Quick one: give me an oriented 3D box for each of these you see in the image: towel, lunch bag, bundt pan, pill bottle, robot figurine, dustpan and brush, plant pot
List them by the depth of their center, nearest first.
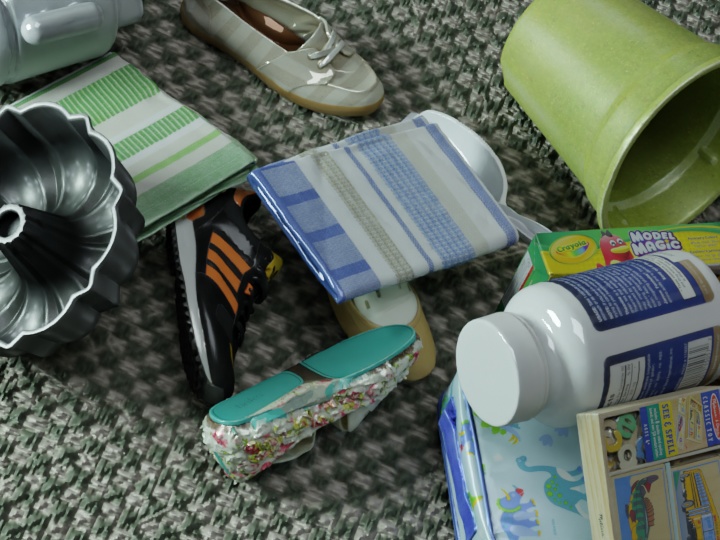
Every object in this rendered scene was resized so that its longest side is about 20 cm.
[{"bbox_3d":[0.176,0.056,1.656,0.199,0.111,0.111,-13,60,-30],"label":"pill bottle"},{"bbox_3d":[-0.249,-0.023,1.658,0.201,0.076,0.203,-10,66,23],"label":"bundt pan"},{"bbox_3d":[0.143,0.160,1.692,0.160,0.083,0.201,2,56,-19],"label":"lunch bag"},{"bbox_3d":[0.020,-0.051,1.765,0.199,0.024,0.147,-19,61,-36],"label":"towel"},{"bbox_3d":[-0.198,-0.100,1.769,0.152,0.023,0.200,-31,51,-31],"label":"towel"},{"bbox_3d":[-0.281,-0.218,1.809,0.199,0.114,0.169,-21,24,-29],"label":"robot figurine"},{"bbox_3d":[0.092,-0.059,1.847,0.200,0.057,0.140,38,53,11],"label":"dustpan and brush"},{"bbox_3d":[0.225,-0.155,1.893,0.200,0.201,0.184,-25,55,-30],"label":"plant pot"}]

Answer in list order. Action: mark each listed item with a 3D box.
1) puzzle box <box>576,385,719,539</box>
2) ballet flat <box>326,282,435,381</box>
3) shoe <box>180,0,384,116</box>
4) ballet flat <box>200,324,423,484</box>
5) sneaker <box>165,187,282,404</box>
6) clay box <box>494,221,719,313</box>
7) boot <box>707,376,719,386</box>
[{"bbox_3d":[0.229,0.194,1.626,0.132,0.025,0.201,-10,92,-38],"label":"puzzle box"},{"bbox_3d":[0.000,0.000,1.774,0.068,0.063,0.200,-24,65,-23],"label":"ballet flat"},{"bbox_3d":[-0.067,-0.198,1.900,0.199,0.053,0.070,28,52,3],"label":"shoe"},{"bbox_3d":[-0.036,0.104,1.692,0.199,0.064,0.076,-23,29,-26],"label":"ballet flat"},{"bbox_3d":[-0.102,0.012,1.723,0.089,0.070,0.201,-5,55,-10],"label":"sneaker"},{"bbox_3d":[0.223,0.013,1.803,0.199,0.115,0.048,-4,56,-21],"label":"clay box"},{"bbox_3d":[0.310,0.103,1.740,0.076,0.156,0.201,10,53,-11],"label":"boot"}]
